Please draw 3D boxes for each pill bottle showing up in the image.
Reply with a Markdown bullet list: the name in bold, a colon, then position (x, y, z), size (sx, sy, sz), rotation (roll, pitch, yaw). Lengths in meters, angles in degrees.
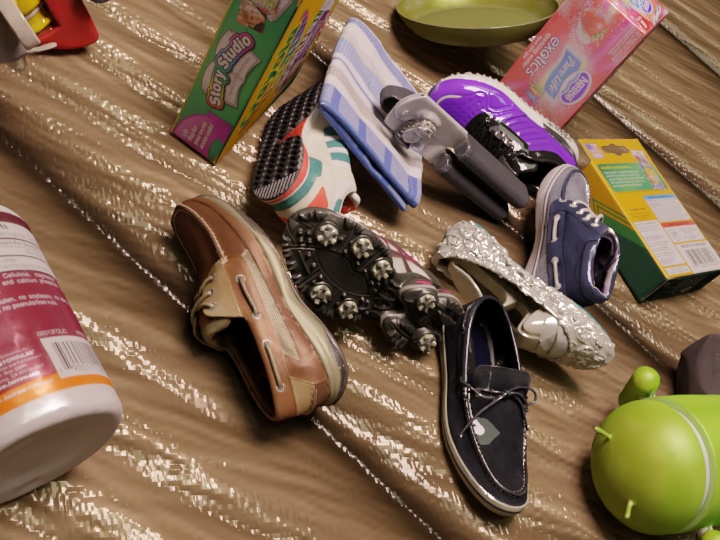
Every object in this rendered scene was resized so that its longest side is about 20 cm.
- **pill bottle**: position (-0.239, 0.031, 0.547), size (0.114, 0.114, 0.201), rotation (-18, 66, -42)

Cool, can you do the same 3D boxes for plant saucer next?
- **plant saucer**: position (0.143, -0.310, 1.095), size (0.198, 0.031, 0.200), rotation (-2, 30, 1)

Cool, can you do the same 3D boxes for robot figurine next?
- **robot figurine**: position (0.290, 0.170, 0.797), size (0.199, 0.116, 0.177), rotation (2, 59, -33)

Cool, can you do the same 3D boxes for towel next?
- **towel**: position (0.021, -0.164, 0.905), size (0.147, 0.024, 0.201), rotation (48, 30, -24)

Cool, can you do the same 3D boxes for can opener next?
- **can opener**: position (0.100, -0.123, 0.912), size (0.200, 0.052, 0.067), rotation (36, 39, -34)

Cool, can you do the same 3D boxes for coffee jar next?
- **coffee jar**: position (0.422, 0.149, 0.929), size (0.199, 0.085, 0.105), rotation (28, 47, -14)

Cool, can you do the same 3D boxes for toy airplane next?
- **toy airplane**: position (-0.309, -0.245, 0.709), size (0.199, 0.141, 0.200), rotation (44, 8, -13)

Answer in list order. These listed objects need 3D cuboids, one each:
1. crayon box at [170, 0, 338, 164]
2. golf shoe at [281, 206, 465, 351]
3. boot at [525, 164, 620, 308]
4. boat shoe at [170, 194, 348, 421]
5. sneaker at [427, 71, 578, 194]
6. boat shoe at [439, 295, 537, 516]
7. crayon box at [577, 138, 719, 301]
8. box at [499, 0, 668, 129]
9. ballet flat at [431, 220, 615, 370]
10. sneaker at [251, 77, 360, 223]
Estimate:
- **crayon box**: position (-0.076, -0.216, 0.801), size (0.058, 0.200, 0.173), rotation (34, 43, -4)
- **golf shoe**: position (0.000, 0.000, 0.754), size (0.200, 0.077, 0.088), rotation (35, 15, -40)
- **boot**: position (0.228, -0.038, 0.916), size (0.073, 0.090, 0.201), rotation (35, 55, -26)
- **boat shoe**: position (-0.091, 0.027, 0.684), size (0.074, 0.076, 0.200), rotation (-25, 66, -35)
- **sneaker**: position (0.162, -0.142, 1.002), size (0.199, 0.070, 0.100), rotation (27, 47, -13)
- **boat shoe**: position (0.111, 0.108, 0.766), size (0.074, 0.062, 0.201), rotation (16, 49, -26)
- **crayon box**: position (0.333, -0.065, 1.069), size (0.125, 0.052, 0.201), rotation (-6, 60, -38)
- **box**: position (0.250, -0.249, 1.054), size (0.095, 0.200, 0.103), rotation (44, 43, 5)
- **ballet flat**: position (0.146, 0.036, 0.851), size (0.200, 0.072, 0.072), rotation (41, 42, 13)
- **sneaker**: position (-0.042, -0.099, 0.840), size (0.094, 0.070, 0.201), rotation (50, 27, -28)
